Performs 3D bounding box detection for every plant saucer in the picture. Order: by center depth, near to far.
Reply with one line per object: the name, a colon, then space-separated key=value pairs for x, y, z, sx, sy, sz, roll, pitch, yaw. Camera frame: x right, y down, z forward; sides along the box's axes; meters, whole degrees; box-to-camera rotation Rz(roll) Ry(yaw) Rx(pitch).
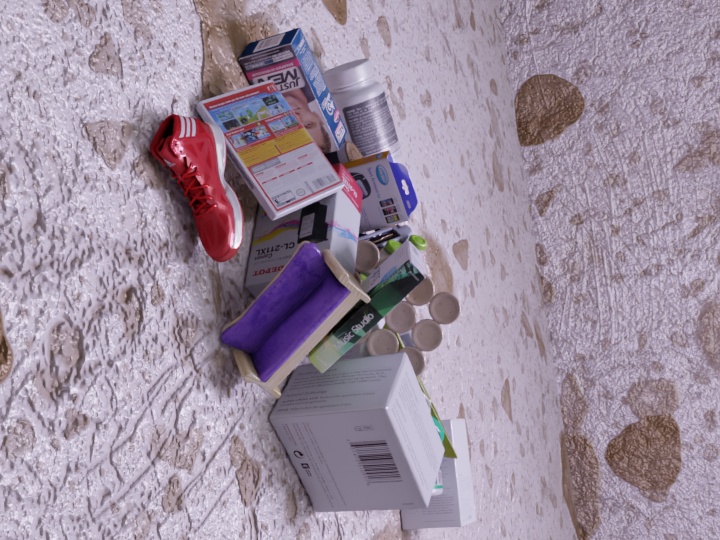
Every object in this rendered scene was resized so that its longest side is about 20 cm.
plant saucer: x=0.085 y=0.204 z=1.463 sx=0.201 sy=0.048 sz=0.200 roll=63 pitch=2 yaw=-20

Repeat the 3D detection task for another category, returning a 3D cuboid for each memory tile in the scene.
memory tile: x=0.041 y=0.059 z=1.331 sx=0.154 sy=0.199 sz=0.017 roll=-58 pitch=178 yaw=2

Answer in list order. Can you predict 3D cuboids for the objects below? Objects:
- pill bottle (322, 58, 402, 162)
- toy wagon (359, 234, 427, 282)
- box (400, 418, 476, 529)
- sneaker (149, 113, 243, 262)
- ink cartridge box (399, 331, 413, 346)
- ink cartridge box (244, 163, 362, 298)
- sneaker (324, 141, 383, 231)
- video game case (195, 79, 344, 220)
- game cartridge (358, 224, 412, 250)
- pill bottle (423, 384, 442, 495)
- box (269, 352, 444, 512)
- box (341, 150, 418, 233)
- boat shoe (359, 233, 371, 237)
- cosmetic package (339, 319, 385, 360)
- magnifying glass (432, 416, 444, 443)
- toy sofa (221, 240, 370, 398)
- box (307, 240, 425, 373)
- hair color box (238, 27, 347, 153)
pill bottle: x=0.001 y=-0.288 z=1.636 sx=0.113 sy=0.112 sz=0.201 roll=-55 pitch=131 yaw=-59
toy wagon: x=0.032 y=0.017 z=1.432 sx=0.199 sy=0.040 sz=0.156 roll=-13 pitch=135 yaw=-52
box: x=0.145 y=0.398 z=1.698 sx=0.097 sy=0.123 sz=0.202 roll=19 pitch=64 yaw=-64
sneaker: x=-0.225 y=-0.110 z=1.131 sx=0.115 sy=0.078 sz=0.201 roll=11 pitch=58 yaw=-57
ink cartridge box: x=0.062 y=0.053 z=1.659 sx=0.200 sy=0.047 sz=0.161 roll=-101 pitch=170 yaw=-60
ink cartridge box: x=-0.083 y=-0.048 z=1.318 sx=0.083 sy=0.145 sz=0.201 roll=51 pitch=36 yaw=-48
sneaker: x=-0.020 y=-0.128 z=1.534 sx=0.201 sy=0.108 sz=0.070 roll=59 pitch=26 yaw=-28
video game case: x=-0.129 y=-0.179 z=1.252 sx=0.143 sy=0.017 sz=0.201 roll=-28 pitch=80 yaw=-40
game cartridge: x=0.000 y=0.000 z=1.444 sx=0.199 sy=0.041 sz=0.134 roll=-22 pitch=140 yaw=-46
pill bottle: x=0.090 y=0.320 z=1.616 sx=0.113 sy=0.112 sz=0.202 roll=24 pitch=58 yaw=-63
box: x=-0.001 y=0.250 z=1.322 sx=0.200 sy=0.199 sz=0.131 roll=68 pitch=28 yaw=-25
box: x=-0.004 y=-0.124 z=1.464 sx=0.042 sy=0.198 sz=0.120 roll=-76 pitch=149 yaw=-62
boat shoe: x=-0.002 y=-0.040 z=1.572 sx=0.200 sy=0.092 sz=0.075 roll=-42 pitch=119 yaw=-63
cosmetic package: x=-0.009 y=0.160 z=1.501 sx=0.102 sy=0.071 sz=0.201 roll=50 pitch=37 yaw=-50
magnifying glass: x=0.038 y=0.258 z=1.407 sx=0.022 sy=0.198 sz=0.080 roll=-55 pitch=143 yaw=-53
toy sofa: x=-0.092 y=0.065 z=1.176 sx=0.097 sy=0.200 sz=0.083 roll=40 pitch=6 yaw=-33
box: x=0.009 y=0.048 z=1.240 sx=0.036 sy=0.200 sz=0.144 roll=44 pitch=11 yaw=-9
hair color box: x=-0.108 y=-0.284 z=1.417 sx=0.061 sy=0.099 sz=0.201 roll=-72 pitch=144 yaw=-47
